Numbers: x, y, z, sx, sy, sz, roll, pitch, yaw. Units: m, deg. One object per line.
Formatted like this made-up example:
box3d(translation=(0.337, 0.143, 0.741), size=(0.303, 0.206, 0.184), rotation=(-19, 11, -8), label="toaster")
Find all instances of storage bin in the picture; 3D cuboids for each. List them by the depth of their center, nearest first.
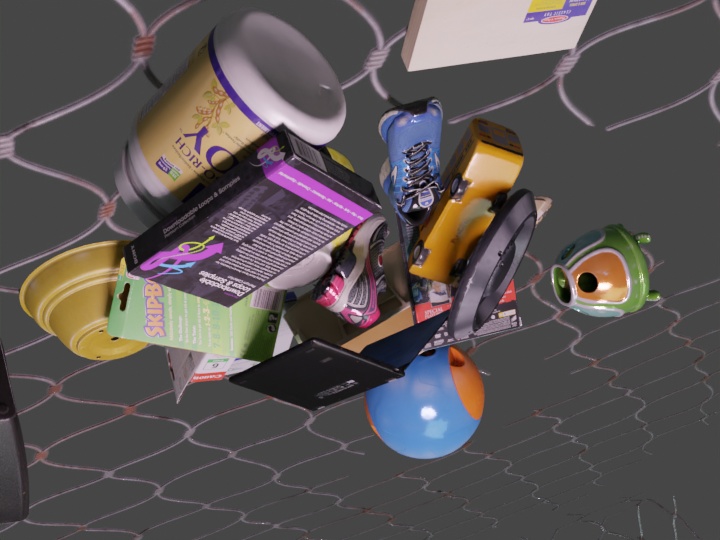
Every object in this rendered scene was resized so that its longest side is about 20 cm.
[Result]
box3d(translation=(0.010, 0.075, 1.409), size=(0.198, 0.094, 0.200), rotation=(-29, 157, -4), label="storage bin")

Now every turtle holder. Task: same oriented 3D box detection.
box3d(translation=(0.358, -0.002, 1.523), size=(0.131, 0.186, 0.142), rotation=(-15, 120, -10), label="turtle holder")

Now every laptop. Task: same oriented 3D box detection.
box3d(translation=(-0.021, 0.089, 1.199), size=(0.199, 0.116, 0.187), rotation=(23, 148, -30), label="laptop")

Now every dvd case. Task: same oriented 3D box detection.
box3d(translation=(0.128, -0.007, 1.299), size=(0.145, 0.201, 0.022), rotation=(-13, -169, -14), label="dvd case")

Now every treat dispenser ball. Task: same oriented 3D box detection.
box3d(translation=(0.104, 0.208, 1.639), size=(0.200, 0.202, 0.201), rotation=(-16, 152, -8), label="treat dispenser ball")

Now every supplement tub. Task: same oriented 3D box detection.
box3d(translation=(-0.126, -0.130, 0.935), size=(0.145, 0.146, 0.200), rotation=(12, 138, -46), label="supplement tub")

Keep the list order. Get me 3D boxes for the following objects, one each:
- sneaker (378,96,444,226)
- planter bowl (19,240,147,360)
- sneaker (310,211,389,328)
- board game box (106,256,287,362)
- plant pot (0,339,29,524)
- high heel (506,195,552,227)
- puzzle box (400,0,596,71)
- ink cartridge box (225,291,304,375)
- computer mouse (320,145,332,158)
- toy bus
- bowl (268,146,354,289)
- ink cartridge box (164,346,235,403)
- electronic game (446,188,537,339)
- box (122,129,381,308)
box3d(translation=(0.068, -0.120, 1.142), size=(0.078, 0.089, 0.200), rotation=(-17, 152, -7), label="sneaker")
box3d(translation=(-0.306, 0.053, 1.213), size=(0.199, 0.084, 0.201), rotation=(-16, 152, -9), label="planter bowl")
box3d(translation=(0.000, 0.000, 1.213), size=(0.075, 0.200, 0.081), rotation=(38, 125, -9), label="sneaker")
box3d(translation=(-0.192, 0.046, 1.173), size=(0.199, 0.096, 0.030), rotation=(12, -178, -22), label="board game box")
box3d(translation=(-0.512, 0.189, 1.221), size=(0.199, 0.200, 0.178), rotation=(-2, 137, -31), label="plant pot")
box3d(translation=(0.181, -0.043, 1.398), size=(0.199, 0.072, 0.143), rotation=(-27, 163, 9), label="high heel")
box3d(translation=(0.147, -0.266, 1.000), size=(0.199, 0.026, 0.133), rotation=(-11, 151, -17), label="puzzle box")
box3d(translation=(-0.144, 0.082, 1.423), size=(0.099, 0.039, 0.200), rotation=(-10, 152, -21), label="ink cartridge box")
box3d(translation=(-0.101, -0.067, 1.028), size=(0.200, 0.141, 0.046), rotation=(-40, 126, 8), label="computer mouse")
box3d(translation=(0.123, -0.079, 1.211), size=(0.065, 0.078, 0.200), rotation=(16, 127, -16), label="toy bus")
box3d(translation=(-0.087, -0.043, 1.159), size=(0.199, 0.108, 0.200), rotation=(-16, 153, -8), label="bowl")
box3d(translation=(-0.204, 0.082, 1.306), size=(0.050, 0.109, 0.200), rotation=(-2, 148, -29), label="ink cartridge box")
box3d(translation=(0.159, -0.007, 1.207), size=(0.200, 0.041, 0.200), rotation=(-53, 161, -27), label="electronic game")
box3d(translation=(-0.099, -0.040, 0.920), size=(0.200, 0.036, 0.143), rotation=(-33, 150, 21), label="box")
